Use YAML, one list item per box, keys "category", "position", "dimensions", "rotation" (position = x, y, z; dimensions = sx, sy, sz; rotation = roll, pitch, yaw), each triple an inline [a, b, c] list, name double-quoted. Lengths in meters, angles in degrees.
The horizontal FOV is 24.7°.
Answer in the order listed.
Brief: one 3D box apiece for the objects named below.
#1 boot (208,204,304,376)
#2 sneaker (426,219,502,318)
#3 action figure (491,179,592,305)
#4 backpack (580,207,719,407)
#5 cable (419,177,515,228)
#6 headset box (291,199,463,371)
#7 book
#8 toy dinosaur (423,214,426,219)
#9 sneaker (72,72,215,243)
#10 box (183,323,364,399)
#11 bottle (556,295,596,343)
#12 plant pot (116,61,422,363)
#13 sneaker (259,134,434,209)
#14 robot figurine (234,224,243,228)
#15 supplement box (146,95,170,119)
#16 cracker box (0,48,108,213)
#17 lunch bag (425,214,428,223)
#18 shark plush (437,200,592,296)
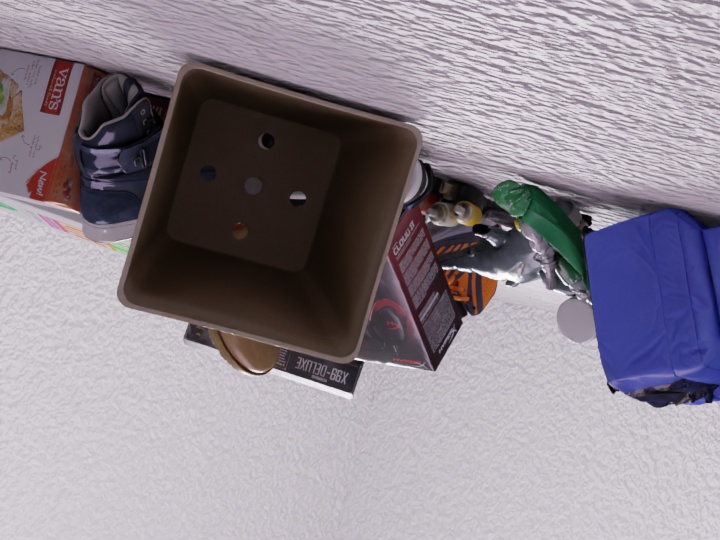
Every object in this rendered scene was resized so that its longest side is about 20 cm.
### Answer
- category: "boot"
  position: [-0.077, 0.026, 1.596]
  dimensions: [0.200, 0.175, 0.066]
  rotation: [-5, -152, 48]
- category: "sneaker"
  position: [0.082, 0.006, 1.777]
  dimensions: [0.200, 0.112, 0.078]
  rotation: [-17, -165, -30]
- category: "action figure"
  position: [0.187, -0.016, 1.518]
  dimensions: [0.200, 0.055, 0.118]
  rotation: [46, -156, -28]
- category: "backpack"
  position: [0.310, 0.042, 1.464]
  dimensions: [0.168, 0.163, 0.200]
  rotation: [-10, 163, 31]
- category: "cable"
  position: [0.113, -0.057, 1.700]
  dimensions: [0.097, 0.050, 0.200]
  rotation: [16, 177, 36]
- category: "headset box"
  position: [0.000, 0.000, 1.647]
  dimensions: [0.149, 0.075, 0.200]
  rotation: [7, 138, 31]
- category: "book"
  position: [-0.279, -0.056, 1.670]
  dimensions: [0.200, 0.048, 0.134]
  rotation: [19, 174, 2]
- category: "toy dinosaur"
  position: [0.014, -0.063, 1.712]
  dimensions: [0.200, 0.047, 0.088]
  rotation: [29, 178, 46]
- category: "sneaker"
  position: [-0.172, -0.122, 1.529]
  dimensions: [0.202, 0.146, 0.077]
  rotation: [-22, -144, -26]
- category: "box"
  position: [-0.078, 0.037, 1.828]
  dimensions: [0.200, 0.158, 0.050]
  rotation: [18, 168, 0]
- category: "bottle"
  position: [0.271, 0.027, 1.683]
  dimensions: [0.083, 0.065, 0.200]
  rotation: [10, -160, 35]
- category: "plant pot"
  position: [-0.084, -0.059, 1.376]
  dimensions: [0.200, 0.200, 0.177]
  rotation: [15, -172, -12]
- category: "sneaker"
  position: [-0.030, -0.091, 1.531]
  dimensions: [0.200, 0.073, 0.112]
  rotation: [14, 178, 16]
- category: "robot figurine"
  position: [-0.118, -0.050, 1.725]
  dimensions: [0.144, 0.200, 0.117]
  rotation: [-22, -171, 41]
- category: "supplement box"
  position: [-0.255, -0.128, 1.635]
  dimensions: [0.200, 0.109, 0.061]
  rotation: [16, 177, 3]
- category: "cracker box"
  position: [-0.339, -0.140, 1.566]
  dimensions: [0.200, 0.134, 0.058]
  rotation: [13, 176, 29]
- category: "lunch bag"
  position: [-0.021, -0.071, 1.893]
  dimensions: [0.200, 0.077, 0.160]
  rotation: [15, 177, 24]
- category: "shark plush"
  position: [0.146, -0.033, 1.644]
  dimensions: [0.200, 0.091, 0.083]
  rotation: [1, 154, 44]
